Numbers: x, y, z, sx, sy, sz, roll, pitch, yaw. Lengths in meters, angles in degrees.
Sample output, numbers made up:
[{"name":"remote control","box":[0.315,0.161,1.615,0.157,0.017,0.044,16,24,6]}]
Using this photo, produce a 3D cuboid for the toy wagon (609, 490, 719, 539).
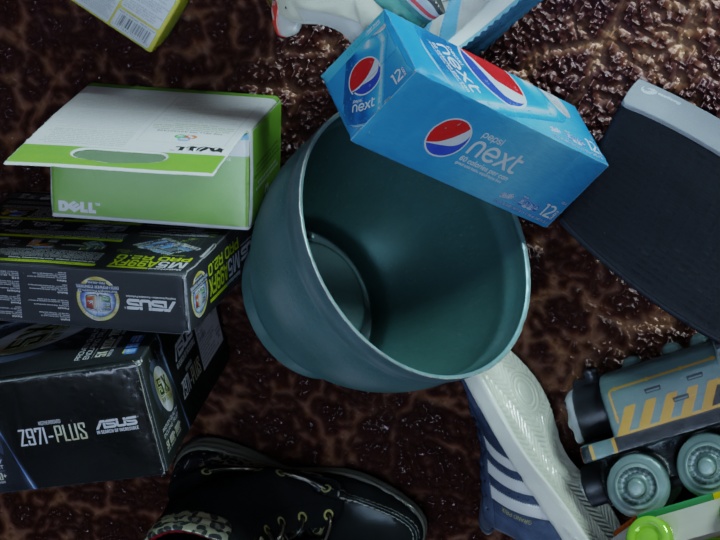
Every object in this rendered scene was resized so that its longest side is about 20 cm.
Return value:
[{"name":"toy wagon","box":[0.279,0.183,1.403,0.199,0.155,0.040,-20,67,20]}]

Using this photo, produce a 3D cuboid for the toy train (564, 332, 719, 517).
[{"name":"toy train","box":[0.243,0.104,1.415,0.199,0.085,0.115,-19,84,20]}]

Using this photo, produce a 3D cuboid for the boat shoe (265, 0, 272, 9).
[{"name":"boat shoe","box":[-0.016,-0.266,1.336,0.072,0.068,0.201,17,111,4]}]

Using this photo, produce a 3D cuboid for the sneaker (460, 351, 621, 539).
[{"name":"sneaker","box":[0.109,0.146,1.461,0.084,0.075,0.201,-27,96,34]}]

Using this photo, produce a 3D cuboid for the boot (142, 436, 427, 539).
[{"name":"boot","box":[-0.058,0.200,1.463,0.202,0.154,0.074,16,112,4]}]

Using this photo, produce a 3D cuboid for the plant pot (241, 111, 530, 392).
[{"name":"plant pot","box":[0.000,0.000,1.377,0.201,0.200,0.134,51,137,-10]}]

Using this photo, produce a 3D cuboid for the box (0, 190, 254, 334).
[{"name":"box","box":[-0.186,-0.009,1.398,0.199,0.160,0.045,3,111,15]}]

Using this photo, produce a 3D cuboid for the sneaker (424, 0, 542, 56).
[{"name":"sneaker","box":[0.059,-0.187,1.355,0.200,0.076,0.081,-38,84,18]}]

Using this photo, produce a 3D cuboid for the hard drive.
[{"name":"hard drive","box":[0.237,-0.028,1.355,0.200,0.042,0.135,36,114,20]}]

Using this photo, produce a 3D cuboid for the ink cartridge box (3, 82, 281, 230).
[{"name":"ink cartridge box","box":[-0.146,-0.066,1.359,0.147,0.200,0.076,4,110,9]}]

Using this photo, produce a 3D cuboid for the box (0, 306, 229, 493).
[{"name":"box","box":[-0.199,0.073,1.418,0.163,0.200,0.087,-8,109,13]}]

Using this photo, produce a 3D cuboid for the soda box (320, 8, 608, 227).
[{"name":"soda box","box":[0.072,-0.099,1.321,0.199,0.064,0.068,20,124,-43]}]

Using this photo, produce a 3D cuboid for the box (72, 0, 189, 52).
[{"name":"box","box":[-0.140,-0.267,1.370,0.117,0.048,0.200,34,114,-2]}]

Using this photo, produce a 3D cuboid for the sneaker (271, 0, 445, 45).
[{"name":"sneaker","box":[-0.044,-0.204,1.290,0.200,0.070,0.093,38,107,-12]}]
